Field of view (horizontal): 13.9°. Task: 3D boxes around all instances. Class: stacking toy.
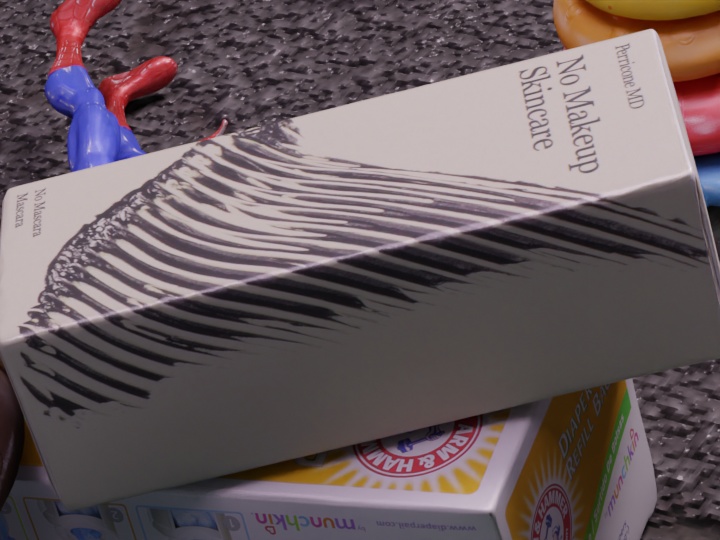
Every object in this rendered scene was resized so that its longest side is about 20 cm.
[{"bbox_3d":[0.108,-0.129,1.021,0.116,0.201,0.110,25,54,40],"label":"stacking toy"}]

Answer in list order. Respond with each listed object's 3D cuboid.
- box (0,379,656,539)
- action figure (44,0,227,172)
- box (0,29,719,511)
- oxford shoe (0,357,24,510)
[{"bbox_3d":[-0.023,0.066,0.912,0.199,0.102,0.113,1,41,23],"label":"box"},{"bbox_3d":[-0.071,-0.041,1.088,0.099,0.065,0.201,-25,35,19],"label":"action figure"},{"bbox_3d":[0.000,0.000,0.844,0.199,0.069,0.082,-15,36,4],"label":"box"},{"bbox_3d":[-0.193,0.063,0.856,0.199,0.071,0.073,-17,45,9],"label":"oxford shoe"}]
